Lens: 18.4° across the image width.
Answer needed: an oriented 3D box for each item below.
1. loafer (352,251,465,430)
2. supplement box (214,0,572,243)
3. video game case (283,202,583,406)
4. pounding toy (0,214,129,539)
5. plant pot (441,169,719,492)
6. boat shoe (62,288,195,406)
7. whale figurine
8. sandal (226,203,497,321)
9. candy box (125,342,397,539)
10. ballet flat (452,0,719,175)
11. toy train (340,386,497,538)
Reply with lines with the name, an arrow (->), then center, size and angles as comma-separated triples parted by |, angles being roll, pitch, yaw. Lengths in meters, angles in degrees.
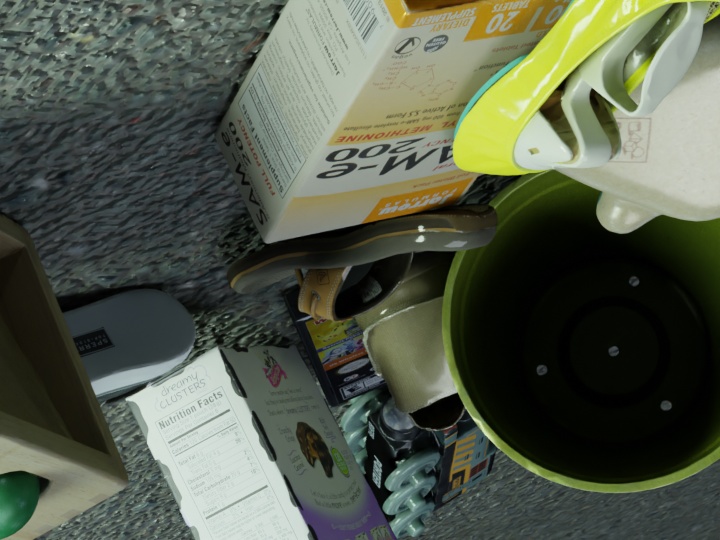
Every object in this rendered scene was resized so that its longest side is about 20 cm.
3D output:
loafer -> 0.043, 0.047, 1.407 | 0.076, 0.067, 0.200 | -25, 158, 2
supplement box -> 0.024, -0.103, 1.104 | 0.126, 0.074, 0.200 | -12, 155, -30
video game case -> 0.056, 0.015, 1.476 | 0.200, 0.026, 0.181 | -24, 159, -2
pounding toy -> -0.225, 0.072, 1.064 | 0.142, 0.200, 0.184 | -29, 158, 10
plant pot -> 0.159, 0.041, 1.384 | 0.200, 0.200, 0.193 | -26, 170, 3
boat shoe -> -0.184, 0.059, 1.261 | 0.200, 0.069, 0.057 | -11, 155, -38
whale figurine -> 0.146, -0.098, 1.240 | 0.200, 0.104, 0.159 | -3, 125, -3
sandal -> 0.000, 0.000, 1.258 | 0.200, 0.055, 0.082 | -10, -175, 42
candy box -> -0.048, 0.148, 1.387 | 0.072, 0.200, 0.168 | -29, 171, 13
ballet flat -> 0.109, -0.089, 1.042 | 0.067, 0.067, 0.200 | -5, 149, -38
toy train -> 0.048, 0.126, 1.656 | 0.114, 0.085, 0.200 | -33, 159, -15
